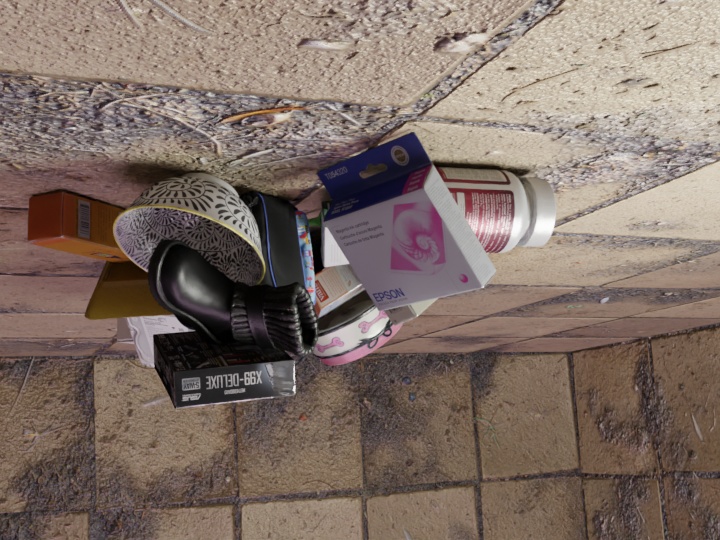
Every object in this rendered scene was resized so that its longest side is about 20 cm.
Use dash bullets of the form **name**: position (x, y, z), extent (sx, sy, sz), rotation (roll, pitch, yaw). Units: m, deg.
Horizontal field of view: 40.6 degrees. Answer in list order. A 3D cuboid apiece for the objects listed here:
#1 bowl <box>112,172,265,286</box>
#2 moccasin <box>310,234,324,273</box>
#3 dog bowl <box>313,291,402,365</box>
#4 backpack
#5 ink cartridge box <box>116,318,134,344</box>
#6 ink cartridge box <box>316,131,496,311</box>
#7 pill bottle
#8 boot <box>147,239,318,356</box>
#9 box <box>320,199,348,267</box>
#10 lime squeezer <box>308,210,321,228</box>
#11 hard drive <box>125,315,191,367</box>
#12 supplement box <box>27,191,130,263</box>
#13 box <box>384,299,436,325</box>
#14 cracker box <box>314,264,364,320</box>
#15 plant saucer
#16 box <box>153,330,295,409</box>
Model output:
- **bowl**: position (-0.207, -0.061, 1.248), extent (0.197, 0.096, 0.202), rotation (10, 150, 6)
- **moccasin**: position (-0.108, -0.019, 1.621), extent (0.199, 0.075, 0.077), rotation (-18, -158, -32)
- **dog bowl**: position (-0.011, 0.085, 1.659), extent (0.198, 0.075, 0.201), rotation (-27, -163, 9)
- **backpack**: position (-0.179, -0.003, 1.389), extent (0.197, 0.186, 0.134), rotation (-15, 169, 30)
- **ink cartridge box**: position (-0.366, 0.068, 1.836), extent (0.083, 0.149, 0.199), rotation (-6, 169, 24)
- **ink cartridge box**: position (0.043, -0.052, 1.205), extent (0.195, 0.201, 0.043), rotation (-15, -156, 49)
- **pill bottle**: position (0.151, -0.079, 1.285), extent (0.196, 0.112, 0.109), rotation (1, 169, -19)
- **boot**: position (-0.150, 0.033, 1.202), extent (0.155, 0.081, 0.211), rotation (5, 155, 27)
- **box**: position (0.040, -0.063, 1.405), extent (0.196, 0.037, 0.145), rotation (-9, 155, -6)
- **lime squeezer**: position (-0.029, -0.082, 1.461), extent (0.196, 0.038, 0.071), rotation (-7, -160, 19)
- **hard drive**: position (-0.312, 0.098, 1.603), extent (0.137, 0.038, 0.202), rotation (8, 140, 8)
- **supplement box**: position (-0.377, -0.057, 1.381), extent (0.065, 0.070, 0.199), rotation (-7, 167, 24)
- **box**: position (0.116, -0.003, 1.516), extent (0.199, 0.069, 0.082), rotation (-40, -174, -30)
- **cracker box**: position (0.000, 0.000, 1.581), extent (0.198, 0.058, 0.134), rotation (-33, 174, -11)
- **plant saucer**: position (-0.318, -0.003, 1.519), extent (0.196, 0.049, 0.201), rotation (-3, -148, 1)
- **box**: position (-0.186, 0.123, 1.296), extent (0.155, 0.051, 0.200), rotation (-4, -169, -20)
